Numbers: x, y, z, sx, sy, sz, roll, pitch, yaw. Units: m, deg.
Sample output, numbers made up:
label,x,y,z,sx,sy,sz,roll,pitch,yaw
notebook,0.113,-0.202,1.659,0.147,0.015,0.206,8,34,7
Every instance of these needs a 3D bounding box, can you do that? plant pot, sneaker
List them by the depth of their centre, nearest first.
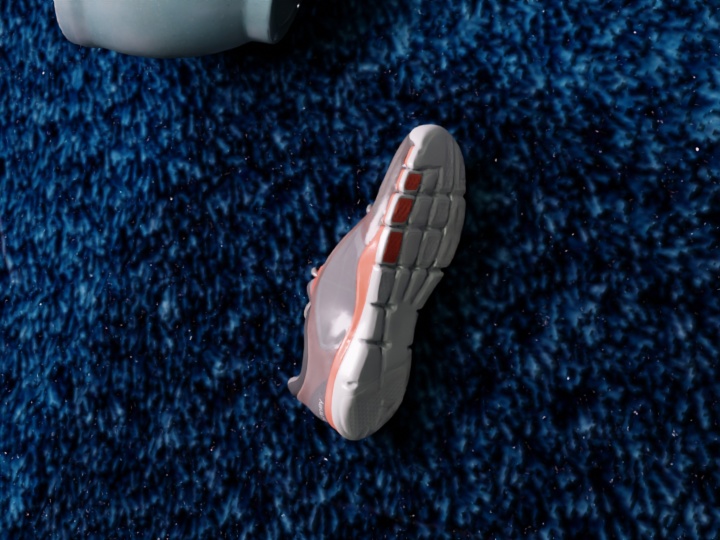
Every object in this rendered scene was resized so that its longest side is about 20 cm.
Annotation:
label,x,y,z,sx,sy,sz,roll,pitch,yaw
sneaker,0.000,0.000,0.900,0.082,0.077,0.201,19,89,38
plant pot,-0.099,-0.225,0.952,0.134,0.200,0.201,19,90,5
